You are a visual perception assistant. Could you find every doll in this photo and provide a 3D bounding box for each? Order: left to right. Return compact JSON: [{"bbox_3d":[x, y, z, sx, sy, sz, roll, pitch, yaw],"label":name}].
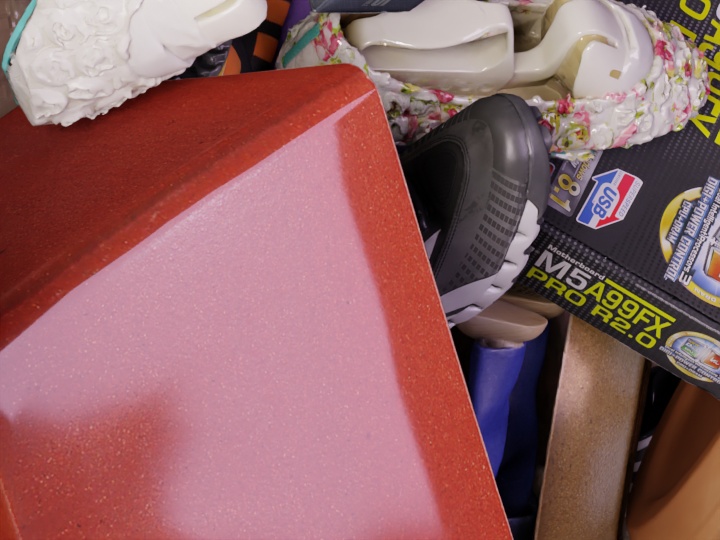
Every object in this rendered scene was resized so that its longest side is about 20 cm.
[{"bbox_3d":[0.054,0.106,1.237,0.136,0.048,0.201,-33,134,-66],"label":"doll"}]

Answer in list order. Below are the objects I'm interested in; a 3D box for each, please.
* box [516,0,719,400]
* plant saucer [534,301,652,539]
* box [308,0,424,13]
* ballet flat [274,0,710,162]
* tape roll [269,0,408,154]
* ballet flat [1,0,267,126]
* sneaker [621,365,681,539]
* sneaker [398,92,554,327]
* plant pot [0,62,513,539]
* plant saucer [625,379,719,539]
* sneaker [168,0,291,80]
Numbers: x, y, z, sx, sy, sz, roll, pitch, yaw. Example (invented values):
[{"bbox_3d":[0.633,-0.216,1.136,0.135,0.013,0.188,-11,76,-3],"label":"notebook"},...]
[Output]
[{"bbox_3d":[0.132,-0.063,1.233,0.160,0.044,0.200,31,55,-2],"label":"box"},{"bbox_3d":[0.111,0.060,1.289,0.200,0.035,0.201,9,90,-82],"label":"plant saucer"},{"bbox_3d":[0.032,-0.204,1.039,0.051,0.200,0.158,-3,72,-33],"label":"box"},{"bbox_3d":[0.062,-0.085,1.153,0.199,0.064,0.076,-5,61,-22],"label":"ballet flat"},{"bbox_3d":[0.031,-0.094,1.265,0.200,0.065,0.201,8,79,-52],"label":"tape roll"},{"bbox_3d":[-0.045,-0.124,0.990,0.200,0.072,0.072,-52,131,-4],"label":"ballet flat"},{"bbox_3d":[0.201,0.100,1.450,0.200,0.075,0.116,-3,90,-49],"label":"sneaker"},{"bbox_3d":[0.000,0.000,1.132,0.090,0.200,0.067,-1,57,-38],"label":"sneaker"},{"bbox_3d":[-0.094,0.056,1.001,0.176,0.199,0.201,-29,109,-38],"label":"plant pot"},{"bbox_3d":[0.173,0.056,1.253,0.037,0.200,0.200,31,55,-4],"label":"plant saucer"},{"bbox_3d":[-0.063,-0.107,1.161,0.090,0.070,0.200,92,14,-45],"label":"sneaker"}]
